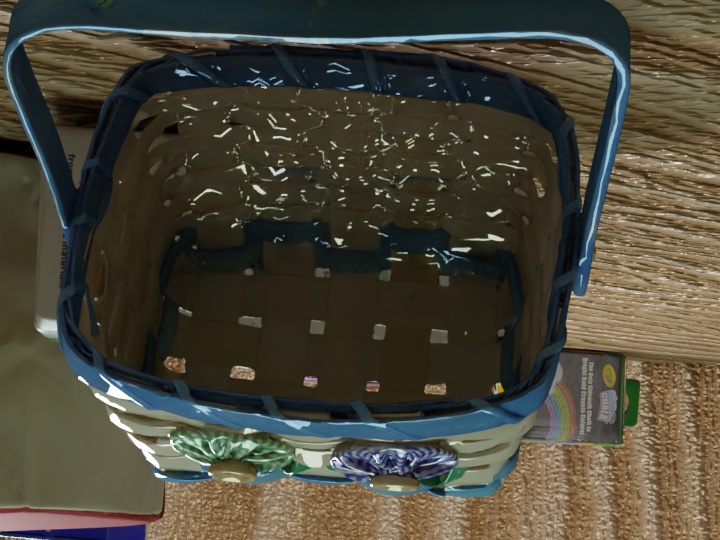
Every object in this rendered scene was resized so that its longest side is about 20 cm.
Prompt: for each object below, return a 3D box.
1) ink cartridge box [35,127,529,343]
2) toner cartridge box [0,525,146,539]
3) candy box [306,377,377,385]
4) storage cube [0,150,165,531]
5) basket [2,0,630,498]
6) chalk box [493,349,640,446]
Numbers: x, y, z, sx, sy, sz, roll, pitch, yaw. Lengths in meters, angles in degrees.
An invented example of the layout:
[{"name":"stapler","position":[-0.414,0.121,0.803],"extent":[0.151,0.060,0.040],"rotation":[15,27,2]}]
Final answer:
[{"name":"ink cartridge box","position":[-0.035,-0.007,1.012],"extent":[0.198,0.085,0.145],"rotation":[4,176,-6]},{"name":"toner cartridge box","position":[-0.180,0.070,1.505],"extent":[0.094,0.202,0.043],"rotation":[1,177,33]},{"name":"candy box","position":[-0.026,0.118,3.112],"extent":[0.135,0.062,0.200],"rotation":[4,175,-13]},{"name":"storage cube","position":[-0.211,0.038,1.144],"extent":[0.170,0.202,0.179],"rotation":[8,168,-44]},{"name":"basket","position":[-0.007,-0.015,0.726],"extent":[0.175,0.140,0.201],"rotation":[2,142,6]},{"name":"chalk box","position":[0.274,0.168,3.146],"extent":[0.198,0.126,0.124],"rotation":[6,175,-22]}]
